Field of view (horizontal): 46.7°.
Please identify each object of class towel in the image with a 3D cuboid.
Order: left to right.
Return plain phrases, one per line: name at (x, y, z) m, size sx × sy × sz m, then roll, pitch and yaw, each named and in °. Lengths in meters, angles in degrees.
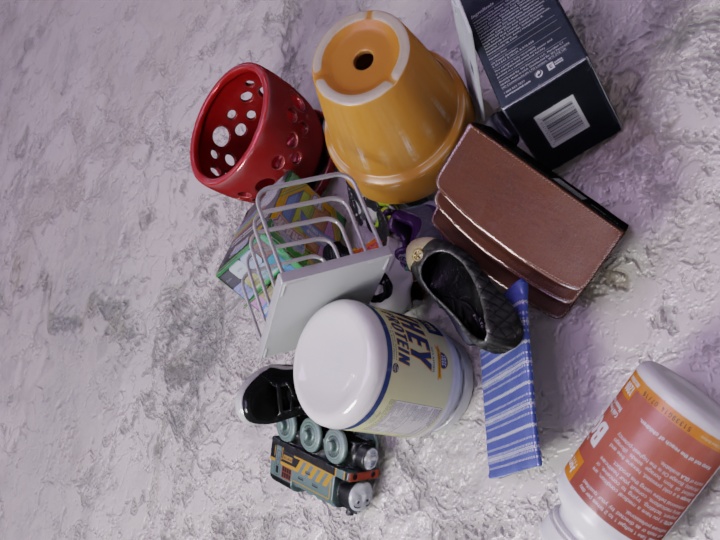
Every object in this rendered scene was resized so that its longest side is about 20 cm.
towel at (0.170, 0.126, 0.944) m, size 0.145 × 0.023 × 0.205 m, roll 119°, pitch 152°, yaw -68°

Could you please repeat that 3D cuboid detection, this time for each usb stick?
usb stick at (0.141, -0.109, 1.052) m, size 0.202 × 0.032 × 0.056 m, roll -62°, pitch 38°, yaw 43°

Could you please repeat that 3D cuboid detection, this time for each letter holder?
letter holder at (0.173, -0.047, 0.929) m, size 0.199 × 0.100 × 0.144 m, roll 38°, pitch 108°, yaw 13°

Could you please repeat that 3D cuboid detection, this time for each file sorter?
file sorter at (-0.065, -0.004, 1.020) m, size 0.201 × 0.136 × 0.127 m, roll 113°, pitch 138°, yaw -57°

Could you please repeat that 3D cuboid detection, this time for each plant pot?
plant pot at (-0.144, -0.201, 1.324) m, size 0.198 × 0.180 × 0.205 m, roll -19°, pitch 63°, yaw 41°
plant pot at (0.028, -0.213, 1.033) m, size 0.195 × 0.183 × 0.205 m, roll -7°, pitch 68°, yaw 19°

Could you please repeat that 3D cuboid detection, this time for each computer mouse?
computer mouse at (0.000, 0.000, 1.087) m, size 0.199 × 0.033 × 0.060 m, roll -152°, pitch 51°, yaw -62°

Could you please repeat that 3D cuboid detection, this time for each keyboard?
keyboard at (0.132, -0.249, 0.997) m, size 0.010 × 0.200 × 0.057 m, roll -24°, pitch 68°, yaw 5°

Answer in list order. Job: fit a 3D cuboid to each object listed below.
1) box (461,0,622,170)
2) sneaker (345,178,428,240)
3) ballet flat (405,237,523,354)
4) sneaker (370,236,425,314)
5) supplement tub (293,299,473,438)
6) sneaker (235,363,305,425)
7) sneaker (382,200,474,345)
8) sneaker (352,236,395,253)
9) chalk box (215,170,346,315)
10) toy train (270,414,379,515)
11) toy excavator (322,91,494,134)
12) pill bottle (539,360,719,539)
box at (0.206, -0.248, 0.980) m, size 0.106 × 0.148 × 0.203 m, roll -29°, pitch 56°, yaw 19°
sneaker at (0.033, -0.097, 1.188) m, size 0.200 × 0.079 × 0.076 m, roll -133°, pitch 31°, yaw -60°
ballet flat at (0.109, 0.019, 0.934) m, size 0.200 × 0.056 × 0.067 m, roll 46°, pitch 112°, yaw 44°
sneaker at (0.038, 0.053, 1.131) m, size 0.074 × 0.083 × 0.202 m, roll -81°, pitch 12°, yaw -51°
supplement tub at (0.032, 0.124, 1.009) m, size 0.143 × 0.198 × 0.149 m, roll -15°, pitch 68°, yaw 41°
sneaker at (-0.062, 0.153, 1.105) m, size 0.110 × 0.198 × 0.075 m, roll -11°, pitch 90°, yaw 44°
sneaker at (0.088, 0.007, 1.033) m, size 0.075 × 0.086 × 0.203 m, roll 116°, pitch 141°, yaw -51°
sneaker at (-0.017, 0.016, 1.211) m, size 0.198 × 0.073 × 0.078 m, roll -31°, pitch 41°, yaw 27°
chalk box at (-0.116, -0.019, 1.207) m, size 0.124 × 0.123 × 0.202 m, roll -36°, pitch 25°, yaw 36°
toy train at (-0.051, 0.258, 1.149) m, size 0.197 × 0.084 × 0.117 m, roll 11°, pitch 96°, yaw 46°
toy excavator at (0.071, -0.200, 1.175) m, size 0.195 × 0.099 × 0.201 m, roll -50°, pitch 59°, yaw 17°
pill bottle at (0.262, 0.199, 0.805) m, size 0.202 × 0.111 × 0.112 m, roll -58°, pitch 44°, yaw 14°
